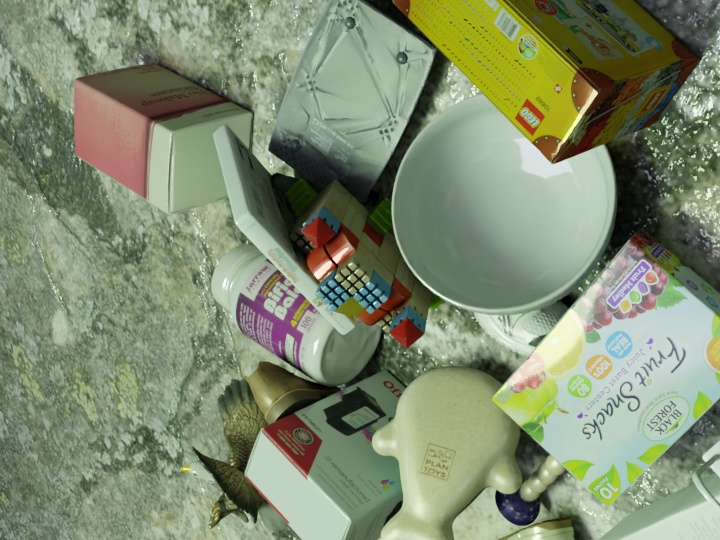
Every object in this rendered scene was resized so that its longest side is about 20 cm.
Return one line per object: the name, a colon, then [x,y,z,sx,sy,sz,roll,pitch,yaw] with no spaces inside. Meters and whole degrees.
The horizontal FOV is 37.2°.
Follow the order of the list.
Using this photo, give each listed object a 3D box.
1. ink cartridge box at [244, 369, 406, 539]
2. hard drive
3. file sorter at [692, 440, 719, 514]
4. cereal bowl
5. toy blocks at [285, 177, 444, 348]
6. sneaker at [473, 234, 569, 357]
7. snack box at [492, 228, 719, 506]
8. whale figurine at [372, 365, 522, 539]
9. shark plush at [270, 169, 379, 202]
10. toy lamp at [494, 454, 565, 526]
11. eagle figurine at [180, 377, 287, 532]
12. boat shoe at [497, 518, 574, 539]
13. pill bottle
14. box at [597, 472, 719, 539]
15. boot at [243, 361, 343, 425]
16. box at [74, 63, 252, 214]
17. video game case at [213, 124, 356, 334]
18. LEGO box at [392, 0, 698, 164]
ink cartridge box: [-0.001,0.209,1.172,0.146,0.200,0.083,41,130,27]
hard drive: [-0.006,-0.174,1.095,0.135,0.042,0.200,36,123,13]
file sorter: [0.357,0.126,0.754,0.200,0.124,0.139,-47,70,17]
cereal bowl: [0.133,-0.055,0.962,0.199,0.083,0.201,-3,79,18]
toy blocks: [0.000,0.000,1.066,0.100,0.137,0.200,-40,103,23]
sneaker: [0.139,0.004,1.025,0.200,0.075,0.088,40,132,27]
snack box: [0.230,0.086,0.930,0.142,0.053,0.200,41,119,11]
whale figurine: [0.088,0.200,1.094,0.158,0.201,0.104,13,158,16]
shark plush: [-0.018,-0.068,1.171,0.083,0.091,0.200,-39,69,16]
toy lamp: [0.200,0.182,1.055,0.058,0.058,0.200,51,137,18]
eagle figurine: [-0.161,0.260,1.399,0.152,0.150,0.200,57,146,28]
boat shoe: [0.156,0.325,1.142,0.200,0.074,0.067,-45,53,47]
pill bottle: [-0.081,0.044,1.249,0.200,0.112,0.113,28,126,35]
box: [0.309,0.257,0.940,0.125,0.097,0.200,58,137,10]
boot: [-0.067,0.143,1.238,0.074,0.200,0.075,-46,67,6]
box: [-0.245,-0.167,1.318,0.200,0.128,0.109,29,126,34]
video game case: [-0.083,-0.046,1.130,0.182,0.023,0.200,48,-169,-34]
LEGO box: [0.149,-0.196,0.871,0.200,0.149,0.077,50,136,20]
